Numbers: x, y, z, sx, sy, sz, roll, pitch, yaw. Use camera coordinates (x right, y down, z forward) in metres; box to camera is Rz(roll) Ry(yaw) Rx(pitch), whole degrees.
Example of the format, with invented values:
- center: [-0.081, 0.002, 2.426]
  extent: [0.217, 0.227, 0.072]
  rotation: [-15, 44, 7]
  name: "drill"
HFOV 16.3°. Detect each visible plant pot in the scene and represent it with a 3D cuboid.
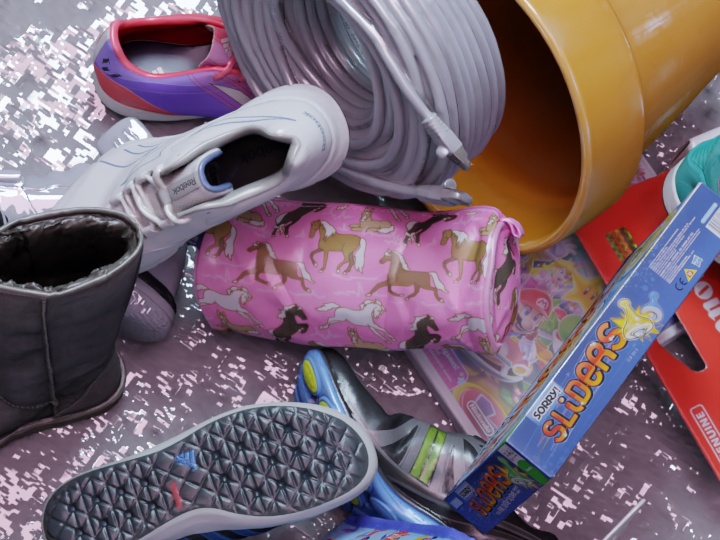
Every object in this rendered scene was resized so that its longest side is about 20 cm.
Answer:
- center: [0.126, -0.138, 1.531]
  extent: [0.183, 0.200, 0.200]
  rotation: [-30, 76, -33]
  name: "plant pot"

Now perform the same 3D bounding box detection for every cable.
- center: [-0.003, -0.136, 1.459]
  extent: [0.069, 0.200, 0.201]
  rotation: [-34, 110, -25]
  name: "cable"

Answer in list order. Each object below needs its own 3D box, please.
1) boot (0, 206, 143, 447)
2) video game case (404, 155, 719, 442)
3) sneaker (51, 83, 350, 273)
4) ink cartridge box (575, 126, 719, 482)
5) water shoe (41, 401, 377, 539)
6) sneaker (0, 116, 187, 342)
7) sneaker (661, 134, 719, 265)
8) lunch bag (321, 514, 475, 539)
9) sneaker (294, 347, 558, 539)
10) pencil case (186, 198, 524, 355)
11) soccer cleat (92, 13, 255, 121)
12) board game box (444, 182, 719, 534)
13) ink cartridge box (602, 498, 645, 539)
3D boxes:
- center: [-0.208, 0.044, 1.428]
  extent: [0.181, 0.200, 0.073]
  rotation: [-23, 75, -13]
  name: "boot"
- center: [0.117, 0.009, 1.571]
  extent: [0.199, 0.018, 0.144]
  rotation: [-31, 77, -15]
  name: "video game case"
- center: [-0.105, -0.049, 1.436]
  extent: [0.199, 0.087, 0.075]
  rotation: [-27, 92, 16]
  name: "sneaker"
- center: [0.249, 0.008, 1.556]
  extent: [0.173, 0.044, 0.201]
  rotation: [-23, 75, -26]
  name: "ink cartridge box"
- center: [-0.088, 0.128, 1.472]
  extent: [0.199, 0.079, 0.072]
  rotation: [-13, 75, 0]
  name: "water shoe"
- center: [-0.189, -0.044, 1.529]
  extent: [0.199, 0.075, 0.115]
  rotation: [25, 70, -3]
  name: "sneaker"
- center: [0.286, -0.026, 1.490]
  extent: [0.200, 0.121, 0.084]
  rotation: [33, 60, -1]
  name: "sneaker"
- center: [-0.007, 0.209, 1.390]
  extent: [0.151, 0.200, 0.094]
  rotation: [-43, 91, -17]
  name: "lunch bag"
- center: [0.037, 0.122, 1.505]
  extent: [0.200, 0.071, 0.083]
  rotation: [44, 60, 7]
  name: "sneaker"
- center: [0.000, 0.000, 1.497]
  extent: [0.199, 0.087, 0.083]
  rotation: [5, 41, 19]
  name: "pencil case"
- center: [-0.067, -0.127, 1.567]
  extent: [0.199, 0.073, 0.069]
  rotation: [3, 70, -5]
  name: "soccer cleat"
- center: [0.133, 0.052, 1.441]
  extent: [0.034, 0.135, 0.200]
  rotation: [38, 66, 2]
  name: "board game box"
- center: [0.117, 0.235, 1.444]
  extent: [0.067, 0.117, 0.200]
  rotation: [39, 73, 8]
  name: "ink cartridge box"
